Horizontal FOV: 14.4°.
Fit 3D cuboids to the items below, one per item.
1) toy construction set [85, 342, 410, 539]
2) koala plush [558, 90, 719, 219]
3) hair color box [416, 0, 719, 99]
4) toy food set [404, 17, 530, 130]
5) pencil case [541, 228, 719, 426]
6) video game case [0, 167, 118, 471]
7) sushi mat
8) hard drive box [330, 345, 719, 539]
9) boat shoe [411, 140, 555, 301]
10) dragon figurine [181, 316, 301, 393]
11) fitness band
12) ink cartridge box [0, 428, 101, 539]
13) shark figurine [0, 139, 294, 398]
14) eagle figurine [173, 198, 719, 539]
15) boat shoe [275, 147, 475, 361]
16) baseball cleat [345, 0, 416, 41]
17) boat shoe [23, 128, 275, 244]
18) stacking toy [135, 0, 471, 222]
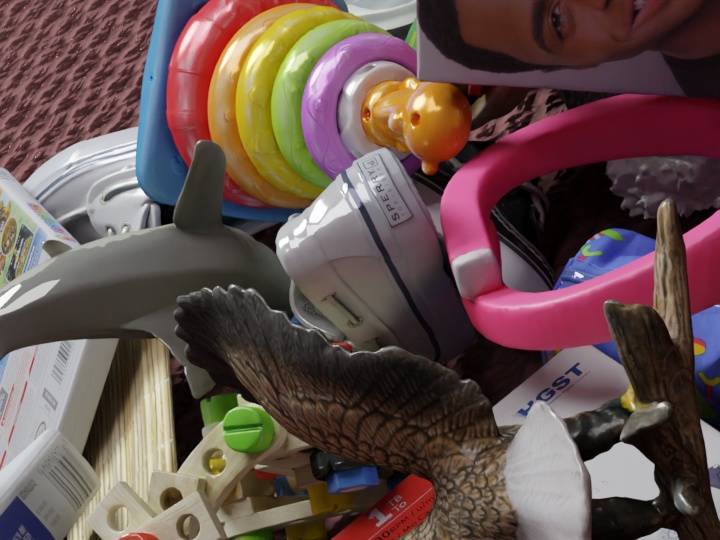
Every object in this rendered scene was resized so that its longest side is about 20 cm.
[{"bbox_3d":[-0.038,0.080,1.152,0.131,0.093,0.200,-15,3,20],"label":"toy construction set"},{"bbox_3d":[0.168,-0.123,1.284,0.200,0.183,0.177,-52,25,11],"label":"koala plush"},{"bbox_3d":[0.124,-0.126,1.161,0.199,0.102,0.061,4,28,12],"label":"hair color box"},{"bbox_3d":[0.069,-0.157,1.308,0.200,0.048,0.199,129,156,-65],"label":"toy food set"},{"bbox_3d":[0.160,0.024,1.119,0.199,0.087,0.078,3,56,48],"label":"pencil case"},{"bbox_3d":[-0.173,0.044,1.404,0.200,0.018,0.144,39,113,59],"label":"video game case"},{"bbox_3d":[-0.113,0.081,1.320,0.096,0.012,0.200,-55,26,29],"label":"sushi mat"},{"bbox_3d":[0.087,0.130,1.047,0.156,0.077,0.200,-39,30,-10],"label":"hard drive box"},{"bbox_3d":[0.054,-0.028,1.320,0.068,0.072,0.200,-37,24,-5],"label":"boat shoe"},{"bbox_3d":[-0.043,0.036,1.325,0.099,0.059,0.200,-34,26,4],"label":"dragon figurine"},{"bbox_3d":[0.104,-0.026,1.138,0.143,0.038,0.200,-18,19,5],"label":"fitness band"},{"bbox_3d":[-0.207,0.163,1.218,0.200,0.043,0.196,-42,5,10],"label":"ink cartridge box"},{"bbox_3d":[-0.104,0.030,1.167,0.214,0.128,0.090,-20,59,-24],"label":"shark figurine"},{"bbox_3d":[0.026,0.078,0.987,0.199,0.151,0.152,-10,46,17],"label":"eagle figurine"},{"bbox_3d":[0.000,0.000,1.200,0.067,0.200,0.074,-27,70,-1],"label":"boat shoe"},{"bbox_3d":[0.057,-0.145,1.479,0.199,0.070,0.107,-3,42,41],"label":"baseball cleat"},{"bbox_3d":[-0.106,-0.033,1.459,0.199,0.073,0.067,-27,47,28],"label":"boat shoe"},{"bbox_3d":[-0.008,-0.074,1.273,0.200,0.109,0.117,11,93,58],"label":"stacking toy"}]
